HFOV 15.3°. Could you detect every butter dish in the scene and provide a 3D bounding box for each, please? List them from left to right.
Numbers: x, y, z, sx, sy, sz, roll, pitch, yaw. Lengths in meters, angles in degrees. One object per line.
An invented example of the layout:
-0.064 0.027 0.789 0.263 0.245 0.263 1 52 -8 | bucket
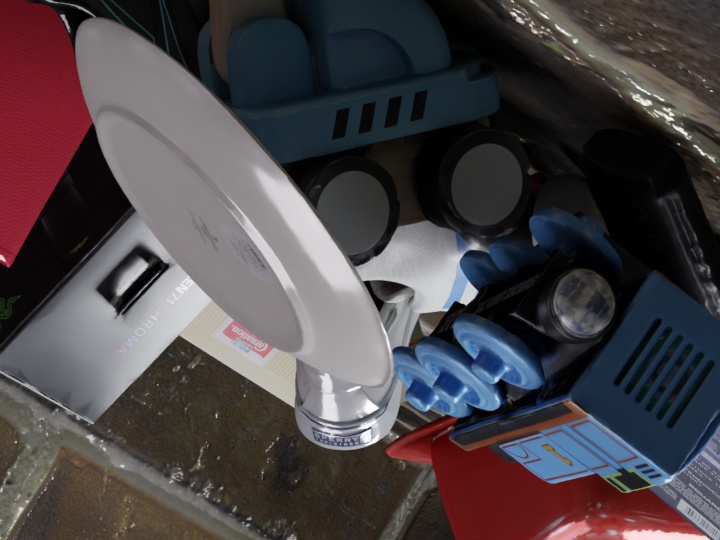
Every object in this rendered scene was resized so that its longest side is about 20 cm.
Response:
0.143 0.141 1.558 0.199 0.149 0.200 10 157 -34 | butter dish

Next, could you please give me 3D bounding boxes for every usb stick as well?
0.148 0.011 1.211 0.055 0.033 0.200 27 157 41 | usb stick

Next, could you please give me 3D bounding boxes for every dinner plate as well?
-0.061 -0.022 1.136 0.200 0.024 0.200 43 163 16 | dinner plate

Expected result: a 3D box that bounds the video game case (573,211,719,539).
0.140 0.059 1.253 0.143 0.019 0.200 40 162 13 | video game case

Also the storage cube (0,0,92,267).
-0.239 -0.137 1.387 0.171 0.180 0.200 25 173 40 | storage cube

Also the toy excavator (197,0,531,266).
-0.037 -0.104 1.134 0.194 0.201 0.100 -13 -167 -24 | toy excavator

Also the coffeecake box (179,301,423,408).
-0.048 -0.009 1.631 0.153 0.073 0.200 34 -157 -29 | coffeecake box

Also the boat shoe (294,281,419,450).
0.000 0.000 1.371 0.073 0.201 0.066 -3 132 3 | boat shoe

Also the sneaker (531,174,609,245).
0.173 0.021 1.312 0.115 0.074 0.200 -2 142 39 | sneaker

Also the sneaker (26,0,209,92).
-0.089 -0.082 1.268 0.075 0.079 0.200 1 127 56 | sneaker

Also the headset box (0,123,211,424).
-0.153 -0.039 1.531 0.093 0.174 0.200 35 -164 -43 | headset box

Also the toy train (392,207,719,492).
0.086 0.043 1.170 0.114 0.087 0.200 39 164 -5 | toy train

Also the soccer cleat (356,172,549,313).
0.054 -0.011 1.331 0.200 0.086 0.070 22 -137 -60 | soccer cleat
